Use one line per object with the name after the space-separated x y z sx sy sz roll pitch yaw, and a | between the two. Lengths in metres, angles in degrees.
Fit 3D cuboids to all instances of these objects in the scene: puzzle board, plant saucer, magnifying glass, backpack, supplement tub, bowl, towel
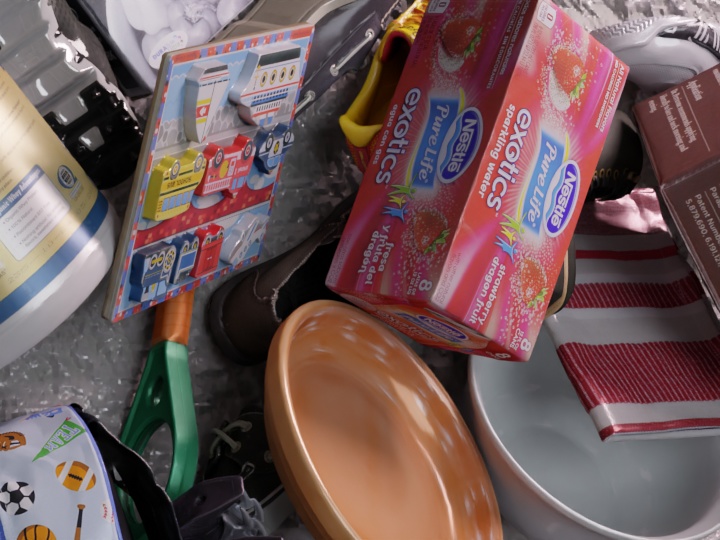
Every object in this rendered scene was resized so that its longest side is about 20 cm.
-0.080 -0.059 1.301 0.200 0.017 0.152 -27 135 -67 | puzzle board
0.008 0.112 1.330 0.200 0.037 0.201 41 29 -29 | plant saucer
-0.115 0.065 1.351 0.022 0.079 0.202 17 67 -30 | magnifying glass
-0.175 0.172 1.242 0.153 0.200 0.192 -8 87 -20 | backpack
-0.238 -0.052 1.231 0.145 0.144 0.201 -46 110 -27 | supplement tub
0.140 0.117 1.472 0.200 0.091 0.202 18 43 -18 | bowl
0.174 0.024 1.500 0.143 0.023 0.201 -1 52 -33 | towel

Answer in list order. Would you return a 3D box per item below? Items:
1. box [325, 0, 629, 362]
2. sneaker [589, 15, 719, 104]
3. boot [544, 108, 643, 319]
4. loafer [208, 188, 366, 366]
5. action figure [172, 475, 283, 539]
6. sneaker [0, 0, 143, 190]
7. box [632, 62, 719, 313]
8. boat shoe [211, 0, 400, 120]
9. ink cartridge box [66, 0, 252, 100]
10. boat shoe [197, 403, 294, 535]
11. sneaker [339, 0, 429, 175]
0.072 -0.058 1.372 0.099 0.095 0.202 32 73 -42 | box
0.238 -0.105 1.584 0.199 0.075 0.116 11 77 -35 | sneaker
0.142 -0.049 1.485 0.138 0.077 0.202 17 52 -35 | boot
0.000 0.000 1.424 0.199 0.071 0.073 -36 105 -30 | loafer
-0.036 0.200 1.290 0.069 0.131 0.200 -26 135 8 | action figure
-0.194 -0.140 1.305 0.066 0.091 0.201 -32 108 0 | sneaker
0.303 -0.057 1.472 0.199 0.166 0.165 -26 109 11 | box
-0.026 -0.149 1.434 0.200 0.072 0.063 -42 133 -28 | boat shoe
-0.126 -0.242 1.381 0.198 0.043 0.201 -46 109 -27 | ink cartridge box
-0.064 0.114 1.379 0.200 0.070 0.064 -39 108 -37 | boat shoe
0.054 -0.144 1.444 0.201 0.072 0.077 -63 149 -25 | sneaker
